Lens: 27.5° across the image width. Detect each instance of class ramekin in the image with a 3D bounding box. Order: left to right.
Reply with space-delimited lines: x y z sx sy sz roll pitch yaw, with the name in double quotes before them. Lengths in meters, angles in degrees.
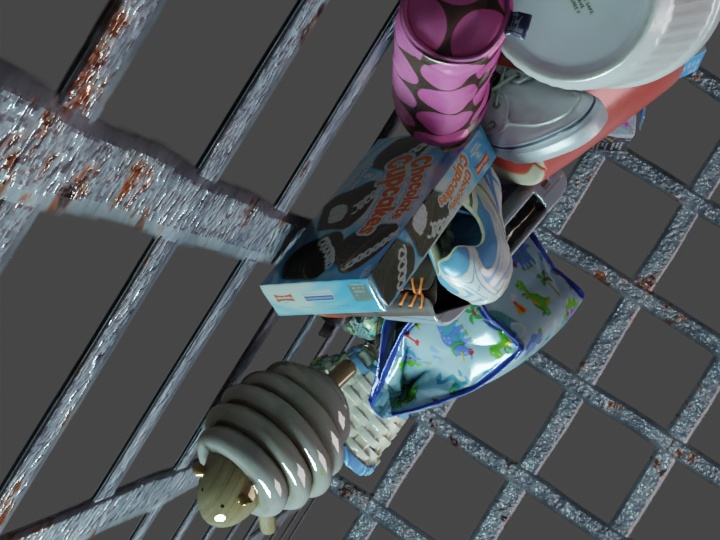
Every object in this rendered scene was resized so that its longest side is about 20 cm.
"ramekin" 0.178 -0.233 1.152 0.094 0.202 0.203 -28 153 -50

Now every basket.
"basket" -0.036 0.178 1.668 0.200 0.139 0.176 -47 177 1

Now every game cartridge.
"game cartridge" 0.102 -0.026 1.435 0.200 0.042 0.133 -48 -162 -18

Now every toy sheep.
"toy sheep" -0.072 0.149 1.304 0.200 0.138 0.138 -49 170 -32

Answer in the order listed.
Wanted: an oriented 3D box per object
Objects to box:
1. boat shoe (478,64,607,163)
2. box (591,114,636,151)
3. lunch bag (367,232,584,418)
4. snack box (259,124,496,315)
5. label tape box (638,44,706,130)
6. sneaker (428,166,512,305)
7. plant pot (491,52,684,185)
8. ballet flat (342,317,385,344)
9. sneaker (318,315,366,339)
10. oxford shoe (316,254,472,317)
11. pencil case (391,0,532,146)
"boat shoe" 0.116 -0.137 1.236 0.199 0.067 0.074 4 -131 51
"box" 0.242 -0.236 1.568 0.132 0.114 0.201 21 72 -84
"lunch bag" 0.110 0.067 1.552 0.200 0.128 0.170 -47 169 37
"snack box" 0.017 -0.042 1.198 0.116 0.037 0.200 -4 -143 41
"label tape box" 0.326 -0.251 1.529 0.144 0.063 0.201 -2 94 -81
"sneaker" 0.082 -0.055 1.258 0.072 0.072 0.201 -33 -143 17
"plant pot" 0.174 -0.190 1.382 0.177 0.200 0.201 -44 170 -16
"ballet flat" 0.003 0.044 1.654 0.074 0.074 0.200 -57 174 -4
"sneaker" 0.000 0.000 1.369 0.140 0.077 0.200 -57 173 -15
"oxford shoe" 0.027 0.008 1.271 0.199 0.072 0.072 -5 103 -32
"pencil case" 0.071 -0.164 1.117 0.094 0.090 0.200 -63 177 -12
